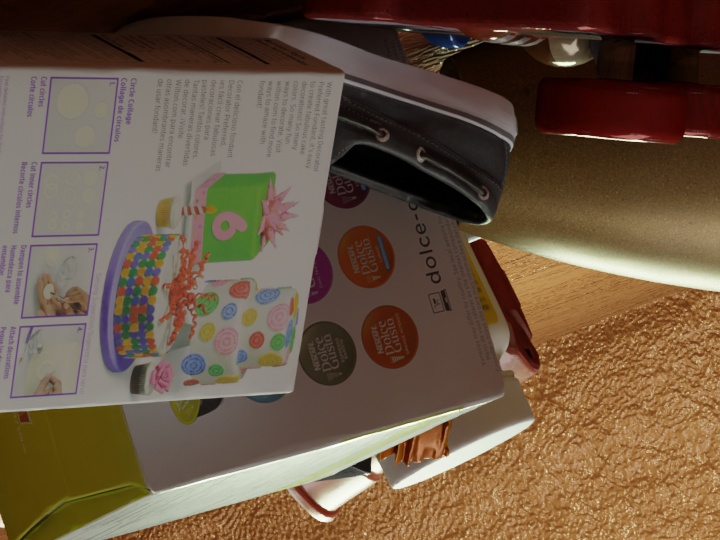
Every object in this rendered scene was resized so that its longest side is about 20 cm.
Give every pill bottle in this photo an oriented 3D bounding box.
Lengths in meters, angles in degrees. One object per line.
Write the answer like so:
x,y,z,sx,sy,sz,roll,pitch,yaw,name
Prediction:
0.019,0.019,1.540,0.114,0.201,0.114,-24,170,-4,pill bottle

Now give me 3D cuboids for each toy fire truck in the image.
0.086,-0.120,1.182,0.167,0.113,0.200,7,-174,26,toy fire truck

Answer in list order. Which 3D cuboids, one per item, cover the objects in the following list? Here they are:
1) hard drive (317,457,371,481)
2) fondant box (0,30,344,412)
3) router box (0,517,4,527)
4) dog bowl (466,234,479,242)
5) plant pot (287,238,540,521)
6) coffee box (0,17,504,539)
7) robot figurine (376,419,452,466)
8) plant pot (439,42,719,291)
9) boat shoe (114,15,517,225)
-0.099,0.068,1.437,0.199,0.043,0.135,21,166,-17,hard drive
-0.111,-0.021,1.067,0.199,0.145,0.058,-2,-161,-35,fondant box
-0.286,0.079,1.414,0.199,0.049,0.180,22,174,4,router box
0.036,-0.046,1.699,0.199,0.059,0.200,-17,172,-2,dog bowl
0.015,0.052,1.923,0.195,0.201,0.201,-28,171,10,plant pot
-0.081,0.010,1.272,0.197,0.201,0.200,-13,172,-28,coffee box
0.000,0.000,1.403,0.058,0.200,0.145,-9,135,-26,robot figurine
0.145,-0.074,1.413,0.199,0.187,0.186,-2,170,-9,plant pot
-0.020,-0.062,1.173,0.199,0.067,0.070,14,161,-29,boat shoe
